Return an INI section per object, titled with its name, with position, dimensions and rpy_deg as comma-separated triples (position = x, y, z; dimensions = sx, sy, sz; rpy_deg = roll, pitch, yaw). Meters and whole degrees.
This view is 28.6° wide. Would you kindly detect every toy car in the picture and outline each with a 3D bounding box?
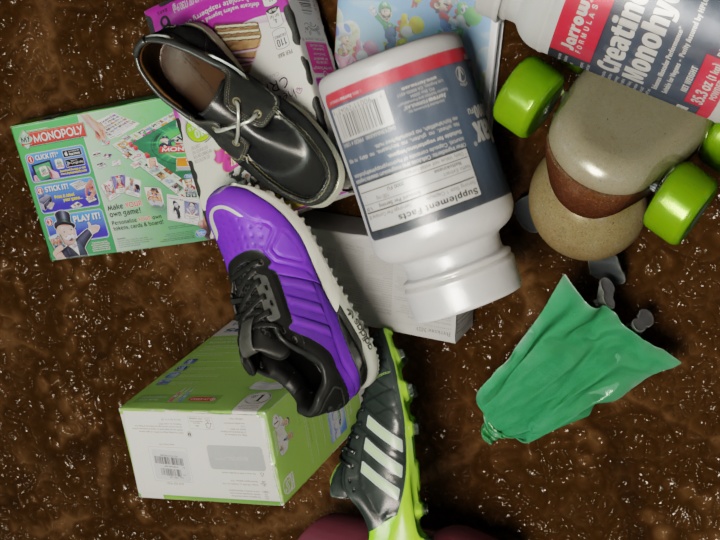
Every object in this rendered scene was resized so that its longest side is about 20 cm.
[toy car]
position = 0.186, -0.070, 1.074
dimensions = 0.164, 0.158, 0.201
rpy_deg = 37, 149, 15

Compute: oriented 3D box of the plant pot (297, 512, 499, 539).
[plant pot]
position = 0.028, 0.307, 1.252
dimensions = 0.177, 0.199, 0.203
rpy_deg = 18, 118, 35

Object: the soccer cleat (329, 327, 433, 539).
[soccer cleat]
position = 0.012, 0.149, 1.164
dimensions = 0.080, 0.068, 0.203
rpy_deg = -7, 78, 5

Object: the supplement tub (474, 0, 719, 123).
[supplement tub]
position = 0.190, -0.197, 0.950
dimensions = 0.198, 0.141, 0.142
rpy_deg = 22, 118, 6

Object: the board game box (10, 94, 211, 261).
[board game box]
position = -0.221, -0.086, 1.302
dimensions = 0.197, 0.029, 0.137
rpy_deg = -6, 106, 28

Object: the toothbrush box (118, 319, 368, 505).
[toothbrush box]
position = -0.090, 0.116, 1.217
dimensions = 0.144, 0.200, 0.087
rpy_deg = -2, 110, 26

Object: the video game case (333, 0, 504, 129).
[video game case]
position = 0.044, -0.166, 1.148
dimensions = 0.141, 0.017, 0.203
rpy_deg = 14, 115, 21

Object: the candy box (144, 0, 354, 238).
[candy box]
position = -0.086, -0.142, 1.167
dimensions = 0.135, 0.061, 0.203
rpy_deg = -18, 89, 27

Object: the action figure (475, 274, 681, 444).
[action figure]
position = 0.158, 0.087, 1.167
dimensions = 0.118, 0.055, 0.200
rpy_deg = 39, 131, -4

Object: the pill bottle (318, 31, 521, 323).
[pill bottle]
position = 0.052, -0.070, 1.088
dimensions = 0.118, 0.119, 0.203
rpy_deg = -16, 95, 30

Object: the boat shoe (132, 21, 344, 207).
[boat shoe]
position = -0.097, -0.118, 1.106
dimensions = 0.200, 0.067, 0.072
rpy_deg = 43, 112, 13

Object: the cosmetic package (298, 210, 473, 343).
[cosmetic package]
position = 0.000, 0.000, 1.215
dimensions = 0.197, 0.051, 0.084
rpy_deg = 11, 110, 22

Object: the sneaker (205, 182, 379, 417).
[sneaker]
position = -0.068, 0.028, 1.105
dimensions = 0.069, 0.099, 0.201
rpy_deg = -31, 96, 45
